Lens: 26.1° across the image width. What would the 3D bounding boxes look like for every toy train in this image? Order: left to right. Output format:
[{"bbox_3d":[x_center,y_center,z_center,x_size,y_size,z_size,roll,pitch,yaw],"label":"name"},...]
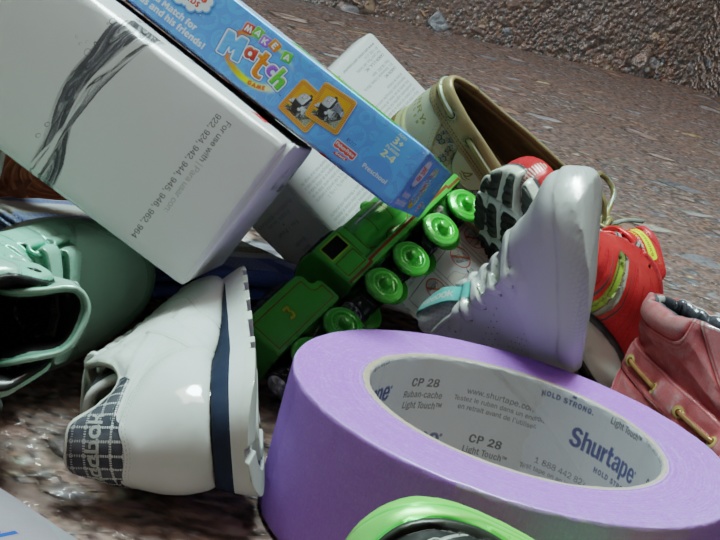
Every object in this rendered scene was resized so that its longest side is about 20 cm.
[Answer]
[{"bbox_3d":[0.000,0.000,0.848,0.056,0.042,0.200,41,47,5],"label":"toy train"}]

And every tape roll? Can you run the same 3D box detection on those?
[{"bbox_3d":[0.059,0.093,0.678,0.199,0.066,0.200,15,13,-4],"label":"tape roll"}]

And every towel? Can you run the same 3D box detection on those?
[{"bbox_3d":[-0.130,-0.012,0.898,0.146,0.024,0.200,2,12,-35],"label":"towel"}]

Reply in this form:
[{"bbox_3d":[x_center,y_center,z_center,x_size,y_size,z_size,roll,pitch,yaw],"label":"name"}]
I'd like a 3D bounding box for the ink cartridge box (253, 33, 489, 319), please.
[{"bbox_3d":[0.028,-0.031,0.951,0.200,0.050,0.161,47,42,-7],"label":"ink cartridge box"}]

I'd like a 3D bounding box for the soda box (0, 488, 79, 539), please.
[{"bbox_3d":[-0.112,0.105,0.428,0.199,0.070,0.063,24,16,33],"label":"soda box"}]

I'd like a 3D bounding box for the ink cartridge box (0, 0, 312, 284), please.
[{"bbox_3d":[-0.130,-0.087,0.753,0.200,0.084,0.146,37,5,-1],"label":"ink cartridge box"}]

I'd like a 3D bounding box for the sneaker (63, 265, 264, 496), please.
[{"bbox_3d":[-0.086,0.046,0.701,0.080,0.077,0.200,-6,11,-4],"label":"sneaker"}]

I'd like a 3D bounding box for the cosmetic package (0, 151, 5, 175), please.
[{"bbox_3d":[-0.230,-0.037,0.782,0.071,0.106,0.200,14,16,-8],"label":"cosmetic package"}]

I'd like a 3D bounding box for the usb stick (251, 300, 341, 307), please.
[{"bbox_3d":[-0.026,0.015,0.947,0.055,0.033,0.200,20,15,14],"label":"usb stick"}]

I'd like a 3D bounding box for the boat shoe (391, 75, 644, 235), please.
[{"bbox_3d":[0.107,-0.042,0.945,0.200,0.063,0.074,32,44,-20],"label":"boat shoe"}]

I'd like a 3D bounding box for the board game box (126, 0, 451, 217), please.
[{"bbox_3d":[-0.045,-0.103,0.795,0.200,0.037,0.151,38,4,5],"label":"board game box"}]

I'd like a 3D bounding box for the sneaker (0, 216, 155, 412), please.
[{"bbox_3d":[-0.135,0.021,0.667,0.118,0.074,0.200,6,11,37],"label":"sneaker"}]

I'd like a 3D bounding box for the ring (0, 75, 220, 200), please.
[{"bbox_3d":[-0.135,-0.073,0.972,0.199,0.019,0.200,-15,-11,-3],"label":"ring"}]

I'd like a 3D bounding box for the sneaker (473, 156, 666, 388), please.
[{"bbox_3d":[0.131,-0.004,0.895,0.077,0.085,0.200,40,-12,47],"label":"sneaker"}]

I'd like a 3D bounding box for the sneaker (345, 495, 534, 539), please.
[{"bbox_3d":[0.085,0.141,0.540,0.199,0.077,0.084,11,33,-7],"label":"sneaker"}]

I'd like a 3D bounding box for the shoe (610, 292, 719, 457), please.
[{"bbox_3d":[0.209,0.084,0.817,0.071,0.091,0.200,4,18,-38],"label":"shoe"}]

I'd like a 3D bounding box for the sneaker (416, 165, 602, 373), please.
[{"bbox_3d":[0.073,0.019,0.796,0.088,0.200,0.075,12,53,6],"label":"sneaker"}]
